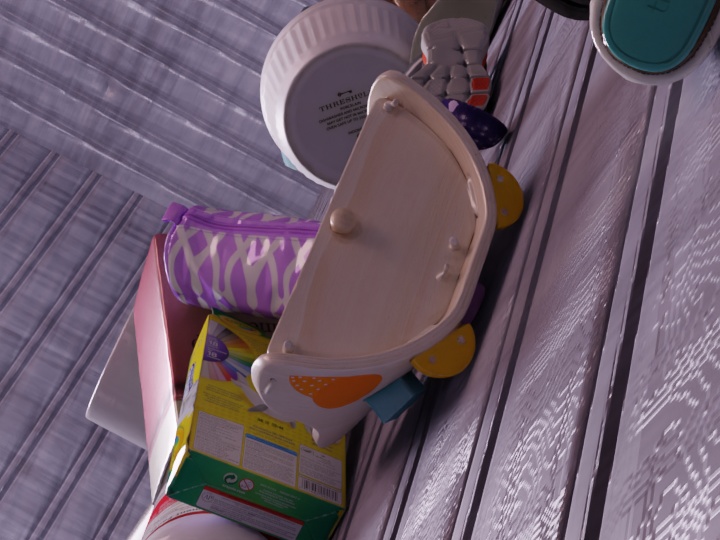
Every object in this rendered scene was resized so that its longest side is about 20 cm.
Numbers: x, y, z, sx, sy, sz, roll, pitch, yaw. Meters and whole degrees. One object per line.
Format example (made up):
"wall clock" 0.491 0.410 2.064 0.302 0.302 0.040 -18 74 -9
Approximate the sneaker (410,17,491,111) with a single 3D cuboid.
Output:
"sneaker" 0.077 -0.133 1.151 0.201 0.076 0.083 -69 -20 -48

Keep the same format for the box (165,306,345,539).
"box" -0.070 0.103 0.975 0.201 0.116 0.049 -89 25 -61

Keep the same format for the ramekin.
"ramekin" -0.006 -0.175 1.435 0.204 0.200 0.094 -62 17 21

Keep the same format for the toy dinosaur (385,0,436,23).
"toy dinosaur" 0.070 -0.313 1.532 0.086 0.198 0.137 38 145 60

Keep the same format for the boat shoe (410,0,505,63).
"boat shoe" 0.115 -0.268 1.363 0.203 0.070 0.071 -64 -12 11

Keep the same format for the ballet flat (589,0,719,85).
"ballet flat" 0.148 -0.165 0.520 0.070 0.069 0.202 -81 16 -73

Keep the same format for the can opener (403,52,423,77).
"can opener" 0.046 -0.130 1.332 0.201 0.066 0.054 -60 6 42

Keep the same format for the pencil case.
"pencil case" -0.052 -0.006 1.040 0.086 0.198 0.085 68 -147 -43

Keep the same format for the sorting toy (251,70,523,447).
"sorting toy" 0.013 0.023 0.815 0.181 0.106 0.202 110 -178 -61

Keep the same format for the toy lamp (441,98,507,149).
"toy lamp" 0.036 -0.019 0.951 0.058 0.058 0.202 157 138 -82

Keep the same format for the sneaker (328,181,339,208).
"sneaker" 0.000 0.000 1.164 0.088 0.080 0.202 -152 82 -80

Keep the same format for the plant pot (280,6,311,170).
"plant pot" -0.023 -0.238 1.966 0.197 0.193 0.202 -77 3 -67

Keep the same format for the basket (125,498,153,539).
"basket" -0.164 0.286 1.153 0.201 0.135 0.181 -59 8 20

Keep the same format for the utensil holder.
"utensil holder" -0.134 0.109 1.288 0.171 0.198 0.170 -63 4 8

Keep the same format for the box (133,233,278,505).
"box" -0.110 0.081 1.128 0.109 0.126 0.202 114 151 -45

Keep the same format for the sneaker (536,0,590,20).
"sneaker" 0.124 -0.164 0.712 0.100 0.070 0.201 -63 -1 34

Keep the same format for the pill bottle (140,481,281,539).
"pill bottle" -0.102 0.209 0.951 0.113 0.111 0.200 -63 5 9
